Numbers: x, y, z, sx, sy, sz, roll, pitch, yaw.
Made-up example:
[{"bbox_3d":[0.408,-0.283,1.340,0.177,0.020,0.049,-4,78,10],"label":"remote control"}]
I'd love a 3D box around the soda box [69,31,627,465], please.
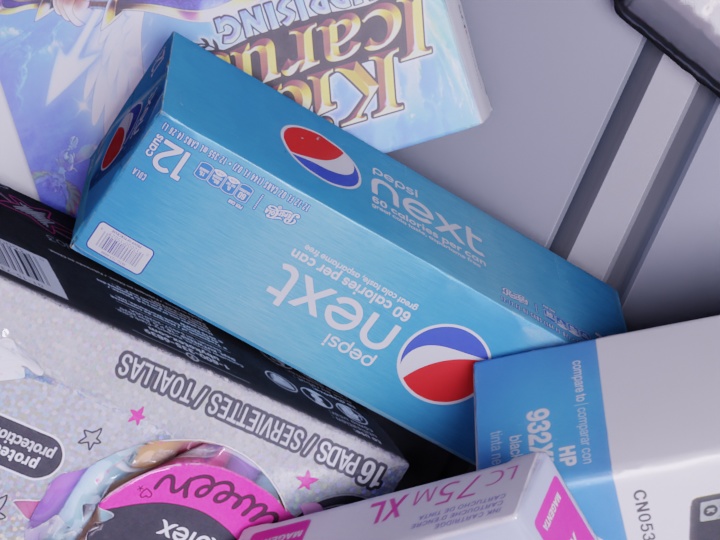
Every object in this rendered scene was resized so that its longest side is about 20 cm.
[{"bbox_3d":[0.000,0.000,0.767,0.200,0.068,0.064,30,115,-17],"label":"soda box"}]

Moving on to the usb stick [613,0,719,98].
[{"bbox_3d":[0.180,-0.059,0.783,0.200,0.033,0.056,39,104,-1],"label":"usb stick"}]

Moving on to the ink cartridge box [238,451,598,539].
[{"bbox_3d":[0.053,0.158,0.706,0.119,0.042,0.200,-19,117,31],"label":"ink cartridge box"}]

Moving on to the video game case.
[{"bbox_3d":[-0.071,-0.115,0.797,0.199,0.045,0.182,-16,100,9],"label":"video game case"}]

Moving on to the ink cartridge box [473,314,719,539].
[{"bbox_3d":[0.150,0.092,0.731,0.199,0.084,0.145,-11,119,8],"label":"ink cartridge box"}]

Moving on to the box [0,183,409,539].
[{"bbox_3d":[-0.108,0.054,0.748,0.200,0.132,0.115,26,100,-27],"label":"box"}]
